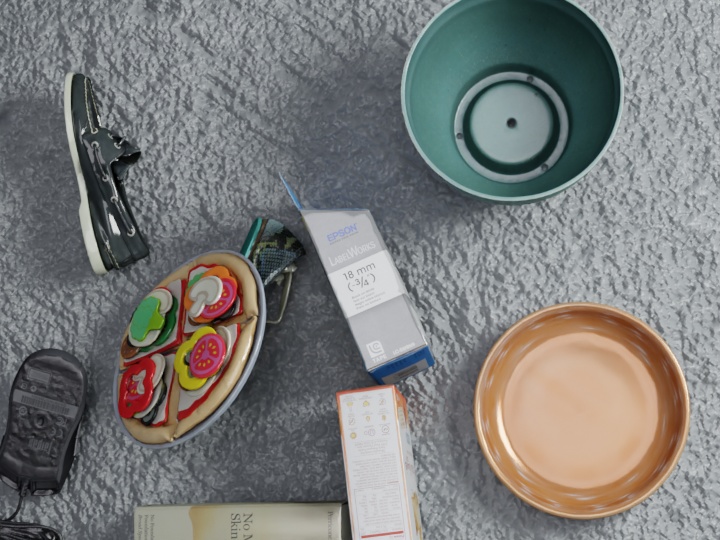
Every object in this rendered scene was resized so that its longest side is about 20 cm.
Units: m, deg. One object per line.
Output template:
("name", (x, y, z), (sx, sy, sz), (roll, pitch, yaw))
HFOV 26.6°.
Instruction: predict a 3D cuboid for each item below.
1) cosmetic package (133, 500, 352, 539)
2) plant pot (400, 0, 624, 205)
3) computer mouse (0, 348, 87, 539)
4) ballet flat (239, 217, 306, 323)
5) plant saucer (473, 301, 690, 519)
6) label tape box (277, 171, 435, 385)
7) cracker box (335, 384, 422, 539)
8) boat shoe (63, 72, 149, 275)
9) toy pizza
("cosmetic package", (-0.103, 0.264, 1.397), (0.199, 0.071, 0.106), (-5, 83, 12))
("plant pot", (0.142, -0.150, 1.427), (0.199, 0.134, 0.202), (-1, 81, 6))
("computer mouse", (-0.337, 0.167, 1.466), (0.140, 0.046, 0.201), (10, 93, 3))
("ballet flat", (-0.114, 0.048, 1.456), (0.074, 0.074, 0.201), (29, 88, 10))
("plant saucer", (0.205, 0.130, 1.422), (0.199, 0.037, 0.201), (-1, 80, 6))
("label tape box", (0.000, 0.000, 1.409), (0.063, 0.144, 0.201), (-24, 79, 1))
("cracker box", (0.023, 0.211, 1.376), (0.057, 0.134, 0.201), (-7, 80, 5))
("boat shoe", (-0.245, -0.099, 1.487), (0.066, 0.075, 0.201), (-10, 80, 1))
("toy pizza", (-0.167, 0.068, 1.412), (0.200, 0.032, 0.201), (-26, 48, 33))
